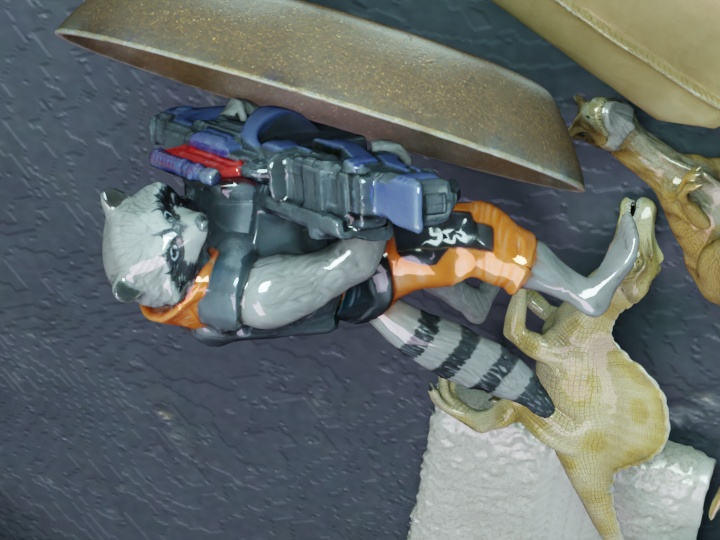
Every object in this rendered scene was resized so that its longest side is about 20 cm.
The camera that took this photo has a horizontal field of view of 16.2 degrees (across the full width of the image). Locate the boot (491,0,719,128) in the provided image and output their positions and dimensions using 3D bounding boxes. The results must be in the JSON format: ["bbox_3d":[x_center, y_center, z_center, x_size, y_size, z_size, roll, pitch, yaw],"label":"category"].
[{"bbox_3d":[0.044,-0.108,0.890,0.199,0.066,0.175,31,148,-18],"label":"boot"}]

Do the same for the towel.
[{"bbox_3d":[0.085,0.131,1.181,0.132,0.035,0.201,15,142,7],"label":"towel"}]

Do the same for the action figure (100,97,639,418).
[{"bbox_3d":[0.000,0.000,0.904,0.192,0.105,0.200,5,-172,-23],"label":"action figure"}]

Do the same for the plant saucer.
[{"bbox_3d":[-0.010,-0.071,0.911,0.199,0.035,0.200,17,-179,0],"label":"plant saucer"}]

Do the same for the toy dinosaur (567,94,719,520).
[{"bbox_3d":[0.150,0.001,0.976,0.106,0.060,0.201,-7,122,40],"label":"toy dinosaur"}]

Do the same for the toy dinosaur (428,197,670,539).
[{"bbox_3d":[0.085,0.058,1.051,0.101,0.058,0.201,20,131,29],"label":"toy dinosaur"}]
